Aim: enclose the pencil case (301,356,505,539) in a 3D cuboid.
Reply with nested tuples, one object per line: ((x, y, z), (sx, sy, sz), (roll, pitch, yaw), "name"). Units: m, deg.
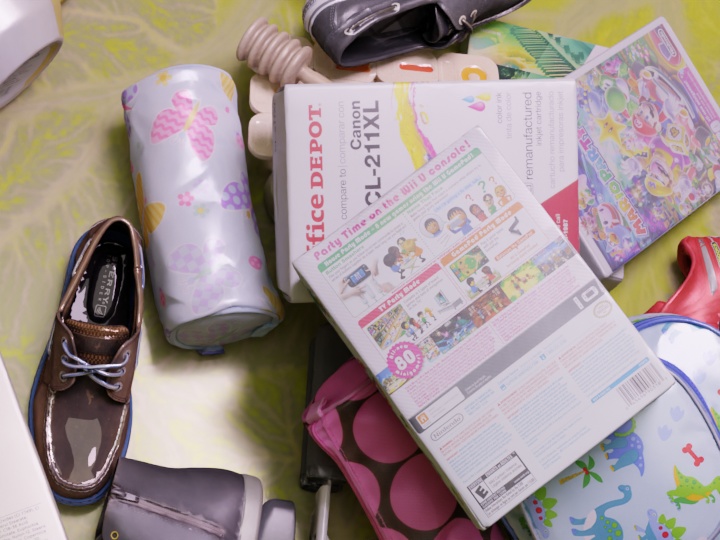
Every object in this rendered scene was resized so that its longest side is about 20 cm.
((0.033, 0.153, 1.016), (0.093, 0.091, 0.201), (-33, 99, -26), "pencil case")

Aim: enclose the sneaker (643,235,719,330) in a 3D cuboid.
((0.247, 0.064, 1.154), (0.084, 0.077, 0.201), (15, 65, 13), "sneaker")

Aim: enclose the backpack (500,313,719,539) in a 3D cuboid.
((0.184, 0.127, 1.024), (0.199, 0.147, 0.184), (-26, 86, 1), "backpack")

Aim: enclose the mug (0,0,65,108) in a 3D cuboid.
((-0.277, -0.204, 1.071), (0.187, 0.149, 0.153), (-44, 93, -17), "mug")

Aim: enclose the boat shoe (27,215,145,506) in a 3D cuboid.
((-0.186, 0.056, 1.034), (0.072, 0.072, 0.202), (6, 70, -12), "boat shoe")

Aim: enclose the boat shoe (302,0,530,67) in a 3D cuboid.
((0.054, -0.193, 1.144), (0.198, 0.069, 0.057), (-15, 59, -21), "boat shoe")

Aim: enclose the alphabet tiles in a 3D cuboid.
((0.012, -0.121, 1.135), (0.194, 0.015, 0.201), (4, 55, -10), "alphabet tiles")

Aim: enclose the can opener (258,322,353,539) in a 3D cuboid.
((-0.035, 0.133, 1.056), (0.066, 0.053, 0.202), (12, 68, -10), "can opener")

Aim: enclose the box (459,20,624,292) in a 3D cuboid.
((0.141, -0.093, 1.191), (0.143, 0.036, 0.202), (11, 67, -10), "box")

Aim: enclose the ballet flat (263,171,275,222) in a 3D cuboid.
((0.000, 0.000, 1.106), (0.069, 0.070, 0.200), (-38, 84, -23), "ballet flat")

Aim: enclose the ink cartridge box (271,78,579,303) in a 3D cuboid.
((0.042, -0.054, 1.032), (0.198, 0.083, 0.147), (-2, 94, -7), "ink cartridge box")

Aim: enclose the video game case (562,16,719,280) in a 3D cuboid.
((0.210, -0.098, 1.181), (0.199, 0.018, 0.144), (-33, 93, -33), "video game case")

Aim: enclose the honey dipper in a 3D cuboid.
((-0.001, -0.115, 1.099), (0.199, 0.038, 0.038), (34, 66, 8), "honey dipper")

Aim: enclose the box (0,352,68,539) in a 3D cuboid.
((-0.254, 0.128, 0.994), (0.082, 0.068, 0.201), (-17, 75, -19), "box")

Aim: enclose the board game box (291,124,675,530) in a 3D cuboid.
((0.074, 0.036, 0.941), (0.147, 0.064, 0.201), (-35, 81, -3), "board game box")

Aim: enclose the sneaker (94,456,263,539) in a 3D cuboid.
((-0.129, 0.223, 0.988), (0.105, 0.075, 0.202), (12, 59, -14), "sneaker")

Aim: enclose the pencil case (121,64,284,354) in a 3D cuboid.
((-0.113, -0.046, 1.084), (0.090, 0.083, 0.202), (-8, 73, -21), "pencil case")
